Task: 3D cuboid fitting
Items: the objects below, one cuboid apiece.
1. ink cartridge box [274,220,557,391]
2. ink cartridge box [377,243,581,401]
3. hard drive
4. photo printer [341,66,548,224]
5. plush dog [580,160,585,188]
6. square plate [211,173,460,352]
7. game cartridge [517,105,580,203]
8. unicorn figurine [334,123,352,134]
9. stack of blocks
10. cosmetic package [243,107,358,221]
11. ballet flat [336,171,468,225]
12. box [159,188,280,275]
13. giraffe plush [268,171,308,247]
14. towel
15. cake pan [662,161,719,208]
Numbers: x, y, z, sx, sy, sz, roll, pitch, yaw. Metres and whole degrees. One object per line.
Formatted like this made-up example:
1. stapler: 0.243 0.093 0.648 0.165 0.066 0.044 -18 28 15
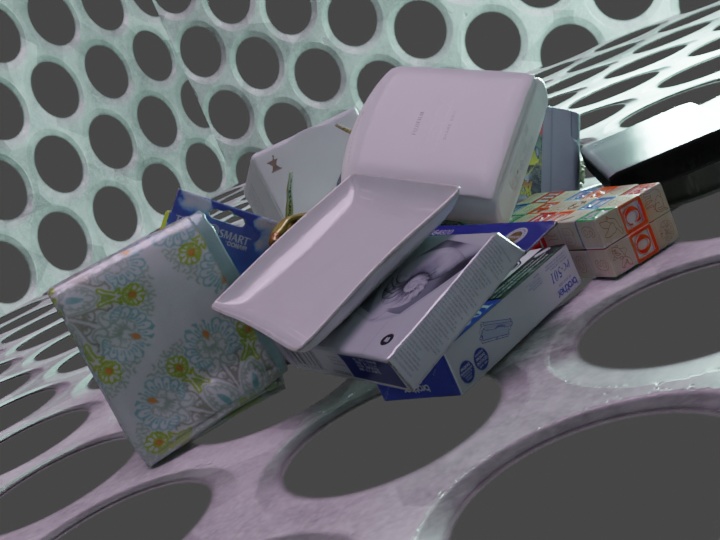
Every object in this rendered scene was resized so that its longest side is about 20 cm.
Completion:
1. ink cartridge box: 0.042 0.011 0.868 0.200 0.041 0.199 -47 22 -23
2. ink cartridge box: 0.104 0.044 0.887 0.094 0.044 0.200 -12 18 48
3. hard drive: 0.318 -0.130 1.074 0.139 0.033 0.200 -23 12 9
4. photo printer: 0.080 -0.135 1.060 0.199 0.069 0.167 10 67 29
5. plush dog: 0.157 -0.135 1.258 0.199 0.173 0.160 -15 15 35
6. square plate: -0.024 -0.010 0.905 0.200 0.029 0.198 -44 25 -16
7. game cartridge: 0.158 -0.131 1.153 0.198 0.134 0.041 6 -11 -12
8. unicorn figurine: 0.050 -0.100 1.234 0.073 0.201 0.137 -18 7 15
9. stack of blocks: 0.199 -0.032 0.998 0.115 0.059 0.200 -29 13 -23
10. cosmetic package: -0.056 -0.101 1.447 0.167 0.167 0.200 -27 -5 -13
11. ballet flat: 0.053 -0.050 1.146 0.072 0.200 0.072 -54 -7 -9
12. box: -0.168 0.028 1.053 0.121 0.201 0.048 18 -1 -17
13. giraffe plush: 0.000 0.000 1.066 0.161 0.201 0.173 7 29 11
14. towel: -0.183 0.066 0.989 0.171 0.201 0.048 -30 6 -19
15. cake pan: 0.361 -0.119 1.116 0.199 0.037 0.200 -24 11 5
